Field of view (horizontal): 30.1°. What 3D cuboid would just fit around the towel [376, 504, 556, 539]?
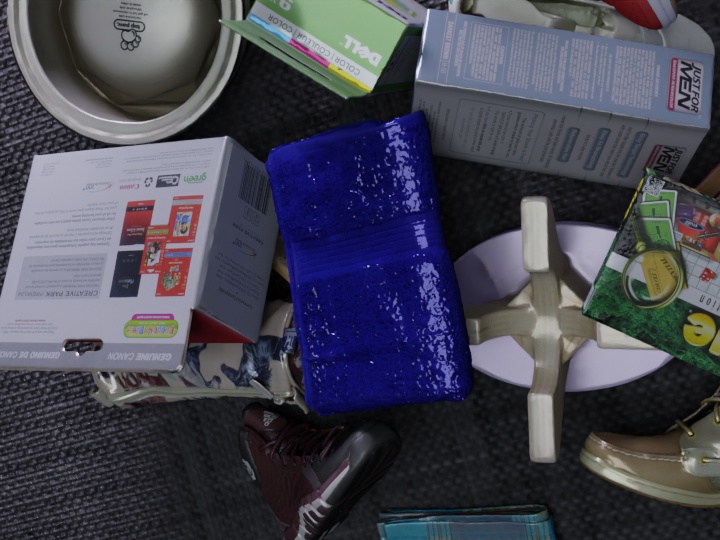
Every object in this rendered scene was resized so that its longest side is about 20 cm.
[{"bbox_3d":[0.095,0.289,1.079,0.145,0.022,0.203,-6,98,17],"label":"towel"}]

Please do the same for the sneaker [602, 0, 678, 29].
[{"bbox_3d":[0.117,-0.215,0.914,0.112,0.071,0.200,-43,89,1],"label":"sneaker"}]

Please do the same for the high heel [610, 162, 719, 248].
[{"bbox_3d":[0.247,-0.075,0.921,0.198,0.067,0.097,-23,102,-20],"label":"high heel"}]

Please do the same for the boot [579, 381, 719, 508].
[{"bbox_3d":[0.262,0.090,0.958,0.197,0.072,0.157,8,101,-5],"label":"boot"}]

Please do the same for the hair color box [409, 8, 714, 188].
[{"bbox_3d":[0.135,-0.116,0.933,0.197,0.099,0.061,10,68,2],"label":"hair color box"}]

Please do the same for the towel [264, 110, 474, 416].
[{"bbox_3d":[0.000,0.000,0.940,0.146,0.049,0.203,-12,89,42],"label":"towel"}]

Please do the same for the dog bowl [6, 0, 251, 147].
[{"bbox_3d":[-0.172,-0.201,1.046,0.197,0.074,0.203,3,100,15],"label":"dog bowl"}]

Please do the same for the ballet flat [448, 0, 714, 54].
[{"bbox_3d":[0.154,-0.168,0.963,0.197,0.069,0.070,17,103,12],"label":"ballet flat"}]

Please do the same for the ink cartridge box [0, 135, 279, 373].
[{"bbox_3d":[-0.170,0.002,1.012,0.198,0.084,0.178,-1,70,33],"label":"ink cartridge box"}]

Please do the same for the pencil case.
[{"bbox_3d":[-0.118,0.069,1.057,0.197,0.090,0.078,-5,130,26],"label":"pencil case"}]

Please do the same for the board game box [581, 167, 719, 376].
[{"bbox_3d":[0.255,0.021,0.871,0.198,0.023,0.106,23,108,2],"label":"board game box"}]

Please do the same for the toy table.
[{"bbox_3d":[0.141,0.033,0.974,0.197,0.117,0.186,-12,95,18],"label":"toy table"}]

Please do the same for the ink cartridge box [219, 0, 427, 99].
[{"bbox_3d":[-0.012,-0.174,0.938,0.103,0.200,0.060,33,107,7],"label":"ink cartridge box"}]

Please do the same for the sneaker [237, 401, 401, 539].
[{"bbox_3d":[-0.047,0.139,1.031,0.116,0.075,0.200,51,144,13],"label":"sneaker"}]

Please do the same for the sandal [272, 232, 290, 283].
[{"bbox_3d":[-0.023,-0.016,1.033,0.210,0.077,0.070,28,108,16],"label":"sandal"}]
